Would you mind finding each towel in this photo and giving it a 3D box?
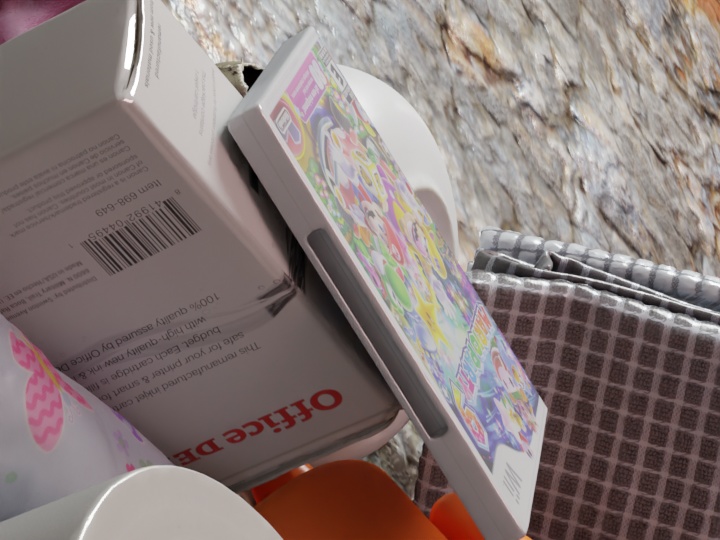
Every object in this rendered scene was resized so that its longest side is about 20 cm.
[{"bbox_3d":[0.112,0.092,1.252,0.086,0.165,0.201,-33,136,-66],"label":"towel"}]

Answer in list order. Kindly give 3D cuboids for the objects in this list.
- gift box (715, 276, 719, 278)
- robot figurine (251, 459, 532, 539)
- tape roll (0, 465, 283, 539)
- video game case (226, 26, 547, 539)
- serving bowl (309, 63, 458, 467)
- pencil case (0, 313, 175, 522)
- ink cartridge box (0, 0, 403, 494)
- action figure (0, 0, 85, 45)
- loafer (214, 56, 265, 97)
[{"bbox_3d":[0.188,0.089,1.392,0.184,0.199,0.188,4,65,-69],"label":"gift box"},{"bbox_3d":[0.005,0.159,1.066,0.143,0.117,0.200,-15,54,-45],"label":"robot figurine"},{"bbox_3d":[-0.096,0.182,0.856,0.203,0.139,0.203,48,31,-40],"label":"tape roll"},{"bbox_3d":[0.016,0.003,1.036,0.201,0.018,0.143,58,15,-11],"label":"video game case"},{"bbox_3d":[0.000,0.000,1.220,0.200,0.065,0.201,-18,110,-63],"label":"serving bowl"},{"bbox_3d":[-0.121,0.079,0.963,0.200,0.083,0.091,46,14,-42],"label":"pencil case"},{"bbox_3d":[-0.091,0.000,1.013,0.200,0.145,0.085,50,26,-35],"label":"ink cartridge box"},{"bbox_3d":[-0.141,-0.127,1.120,0.148,0.134,0.201,-15,64,-22],"label":"action figure"},{"bbox_3d":[-0.038,-0.062,1.274,0.200,0.069,0.076,10,61,-63],"label":"loafer"}]
